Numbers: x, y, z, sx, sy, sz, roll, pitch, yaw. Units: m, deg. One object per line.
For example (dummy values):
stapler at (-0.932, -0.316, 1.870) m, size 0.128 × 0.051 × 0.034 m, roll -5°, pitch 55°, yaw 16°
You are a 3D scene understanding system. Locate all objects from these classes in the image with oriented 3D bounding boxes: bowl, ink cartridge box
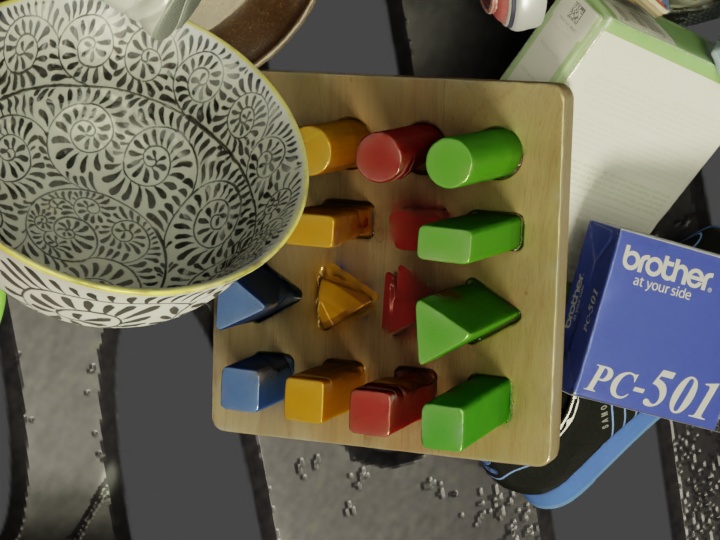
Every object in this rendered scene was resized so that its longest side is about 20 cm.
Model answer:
bowl at (-0.133, -0.037, 1.154) m, size 0.199 × 0.202 × 0.095 m, roll 7°, pitch 137°, yaw -17°
ink cartridge box at (0.208, 0.043, 1.267) m, size 0.198 × 0.044 × 0.095 m, roll 15°, pitch 93°, yaw -20°
ink cartridge box at (0.116, -0.052, 1.276) m, size 0.145 × 0.048 × 0.201 m, roll 16°, pitch 118°, yaw -45°

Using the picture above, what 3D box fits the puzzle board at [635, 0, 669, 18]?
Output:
puzzle board at (0.096, -0.240, 1.202) m, size 0.017 × 0.152 × 0.200 m, roll -31°, pitch 129°, yaw 32°

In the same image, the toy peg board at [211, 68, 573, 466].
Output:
toy peg board at (0.000, 0.000, 1.199) m, size 0.197 × 0.098 × 0.202 m, roll 5°, pitch 98°, yaw 21°

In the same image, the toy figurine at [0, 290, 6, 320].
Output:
toy figurine at (-0.245, -0.006, 1.133) m, size 0.149 × 0.184 × 0.202 m, roll -15°, pitch 102°, yaw -13°

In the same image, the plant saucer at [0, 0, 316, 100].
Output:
plant saucer at (-0.111, -0.193, 1.222) m, size 0.199 × 0.037 × 0.202 m, roll -3°, pitch 99°, yaw -17°

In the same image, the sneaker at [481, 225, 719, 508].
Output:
sneaker at (0.144, 0.046, 1.298) m, size 0.200 × 0.070 × 0.078 m, roll -50°, pitch 136°, yaw 2°

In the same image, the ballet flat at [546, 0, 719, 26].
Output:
ballet flat at (0.152, -0.170, 1.286) m, size 0.198 × 0.072 × 0.073 m, roll -1°, pitch 99°, yaw -16°

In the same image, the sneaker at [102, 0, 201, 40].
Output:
sneaker at (-0.083, -0.221, 1.173) m, size 0.080 × 0.070 × 0.201 m, roll 30°, pitch 80°, yaw 6°

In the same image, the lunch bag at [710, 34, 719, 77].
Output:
lunch bag at (0.310, -0.154, 1.246) m, size 0.199 × 0.169 × 0.128 m, roll -31°, pitch 109°, yaw -38°

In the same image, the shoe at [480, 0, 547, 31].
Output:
shoe at (0.037, -0.212, 1.214) m, size 0.090 × 0.072 × 0.202 m, roll -8°, pitch 67°, yaw -11°
